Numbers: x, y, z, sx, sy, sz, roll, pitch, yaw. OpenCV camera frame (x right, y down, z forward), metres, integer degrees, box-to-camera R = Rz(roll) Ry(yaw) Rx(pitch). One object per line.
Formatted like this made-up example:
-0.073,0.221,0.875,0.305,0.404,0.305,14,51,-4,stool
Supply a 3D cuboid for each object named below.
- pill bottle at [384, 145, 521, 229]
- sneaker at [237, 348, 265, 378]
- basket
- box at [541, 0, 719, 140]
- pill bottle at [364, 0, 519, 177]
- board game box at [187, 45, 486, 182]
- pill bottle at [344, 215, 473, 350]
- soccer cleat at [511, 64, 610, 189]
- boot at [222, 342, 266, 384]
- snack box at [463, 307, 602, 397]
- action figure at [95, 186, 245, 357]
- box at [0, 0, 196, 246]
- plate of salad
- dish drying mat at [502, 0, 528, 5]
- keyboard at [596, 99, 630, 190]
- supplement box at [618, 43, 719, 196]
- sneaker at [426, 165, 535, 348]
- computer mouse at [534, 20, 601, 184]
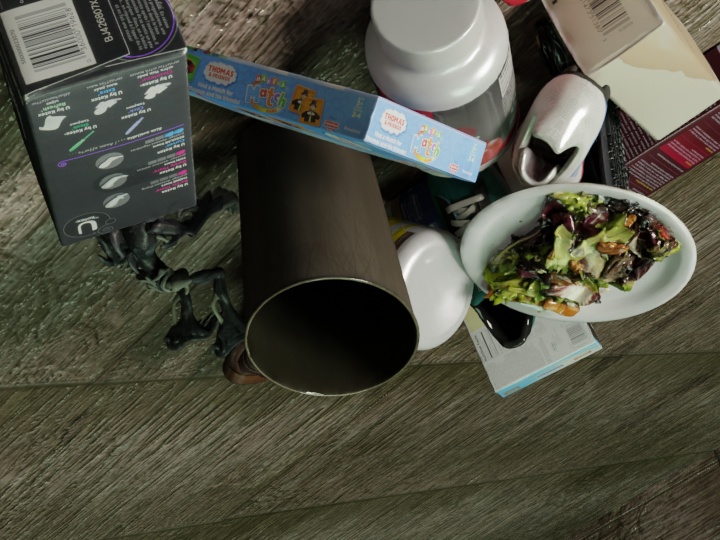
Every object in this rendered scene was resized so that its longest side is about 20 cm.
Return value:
0.129,-0.065,1.398,0.199,0.111,0.111,-30,157,18,pill bottle
-0.047,0.052,1.457,0.200,0.076,0.115,-23,174,-38,sneaker
-0.036,-0.025,1.180,0.135,0.201,0.181,-15,145,7,basket
0.238,-0.193,1.239,0.078,0.095,0.200,-34,157,19,box
0.064,-0.159,1.121,0.110,0.111,0.200,-24,158,2,pill bottle
-0.028,-0.116,1.055,0.151,0.199,0.037,14,96,-56,board game box
0.000,0.000,1.314,0.109,0.110,0.200,0,-168,-43,pill bottle
0.152,-0.094,1.204,0.086,0.070,0.200,-54,169,-20,soccer cleat
-0.049,0.050,1.563,0.186,0.064,0.200,-14,152,-27,boot
0.154,0.016,1.485,0.116,0.201,0.037,-27,159,13,snack box
-0.164,-0.023,1.224,0.118,0.102,0.200,-5,128,34,action figure
-0.178,-0.123,0.953,0.106,0.123,0.200,-18,157,-13,box
0.183,-0.004,1.217,0.199,0.048,0.200,7,145,5,plate of salad
0.135,-0.220,1.065,0.077,0.018,0.200,-25,-176,12,dish drying mat
0.233,-0.089,1.303,0.020,0.201,0.127,-10,143,16,keyboard
0.315,-0.142,1.471,0.200,0.061,0.109,-33,155,21,supplement box
0.116,-0.019,1.313,0.071,0.080,0.201,-20,115,14,sneaker
0.182,-0.133,1.274,0.034,0.059,0.201,-13,122,19,computer mouse
